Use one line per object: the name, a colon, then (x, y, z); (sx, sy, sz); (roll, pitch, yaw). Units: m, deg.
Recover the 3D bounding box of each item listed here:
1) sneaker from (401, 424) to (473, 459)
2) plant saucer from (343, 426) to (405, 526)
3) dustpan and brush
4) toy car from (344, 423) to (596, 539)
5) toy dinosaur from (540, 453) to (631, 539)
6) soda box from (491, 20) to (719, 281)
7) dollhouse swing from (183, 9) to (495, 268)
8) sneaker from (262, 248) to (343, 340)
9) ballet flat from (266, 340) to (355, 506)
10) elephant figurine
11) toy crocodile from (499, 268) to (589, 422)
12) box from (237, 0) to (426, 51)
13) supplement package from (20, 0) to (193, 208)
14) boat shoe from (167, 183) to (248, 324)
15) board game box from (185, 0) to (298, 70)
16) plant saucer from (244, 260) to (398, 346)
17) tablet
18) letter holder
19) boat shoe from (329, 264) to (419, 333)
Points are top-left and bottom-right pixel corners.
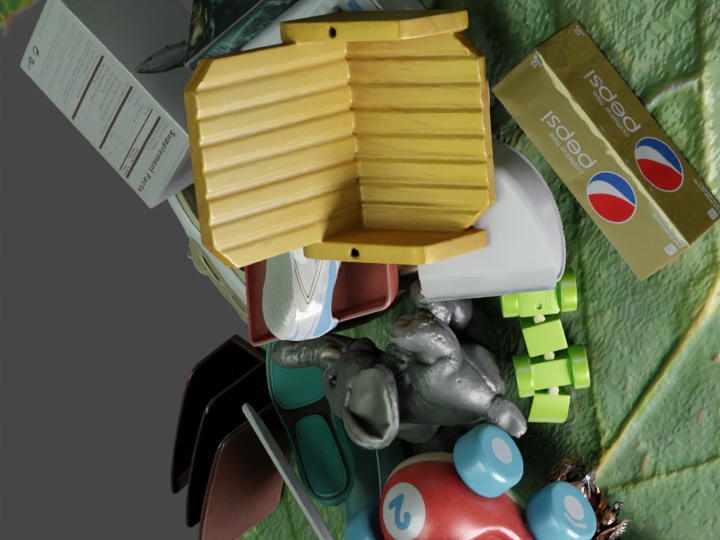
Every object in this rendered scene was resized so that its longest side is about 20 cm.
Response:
sneaker: (0.071, 0.195, 1.629); (0.091, 0.076, 0.200); (58, 146, 26)
plant saucer: (0.016, 0.219, 1.642); (0.200, 0.036, 0.201); (178, 90, -78)
dustpan and brush: (0.103, -0.082, 1.400); (0.139, 0.057, 0.201); (-6, 100, 33)
toy car: (0.086, 0.273, 1.427); (0.177, 0.200, 0.184); (39, 124, -17)
toy dinosaur: (0.220, 0.269, 1.543); (0.136, 0.102, 0.200); (27, 151, 45)
soda box: (0.199, -0.097, 1.324); (0.200, 0.068, 0.064); (52, 138, 3)
dollhouse swing: (-0.014, -0.098, 1.322); (0.181, 0.176, 0.201); (4, 106, 31)
sneaker: (-0.048, -0.038, 1.451); (0.072, 0.072, 0.201); (15, 107, 45)
ballet flat: (-0.052, 0.147, 1.676); (0.070, 0.067, 0.201); (85, 170, -69)
elephant figurine: (0.029, 0.106, 1.520); (0.200, 0.156, 0.141); (-35, 124, 26)
toy crocodile: (0.161, 0.048, 1.460); (0.067, 0.062, 0.201); (-10, 112, 2)
box: (-0.039, -0.187, 1.452); (0.117, 0.060, 0.200); (50, 125, 6)
supplement package: (-0.211, -0.184, 1.592); (0.200, 0.117, 0.117); (46, 136, 8)
boat shoe: (-0.143, -0.026, 1.664); (0.068, 0.075, 0.200); (-34, 92, 42)
board game box: (-0.085, -0.270, 1.429); (0.028, 0.136, 0.200); (22, 147, -30)
plant saucer: (-0.035, -0.043, 1.532); (0.200, 0.037, 0.201); (-17, 72, 45)
tablet: (-0.055, 0.230, 1.634); (0.200, 0.014, 0.130); (56, 174, 27)
letter holder: (-0.154, 0.197, 1.764); (0.100, 0.142, 0.201); (32, 133, 22)
boat shoe: (0.005, 0.000, 1.565); (0.202, 0.074, 0.075); (-30, 68, 45)
